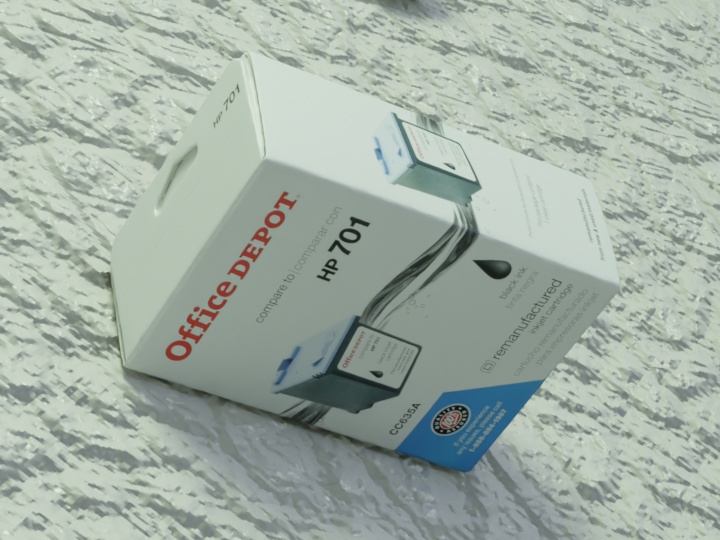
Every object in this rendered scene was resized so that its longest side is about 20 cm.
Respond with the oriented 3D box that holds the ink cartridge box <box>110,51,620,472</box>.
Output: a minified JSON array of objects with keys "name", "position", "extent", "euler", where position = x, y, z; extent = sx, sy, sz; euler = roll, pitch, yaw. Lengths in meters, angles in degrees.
[{"name":"ink cartridge box","position":[0.000,0.000,1.210],"extent":[0.199,0.147,0.086],"euler":[18,37,-27]}]
